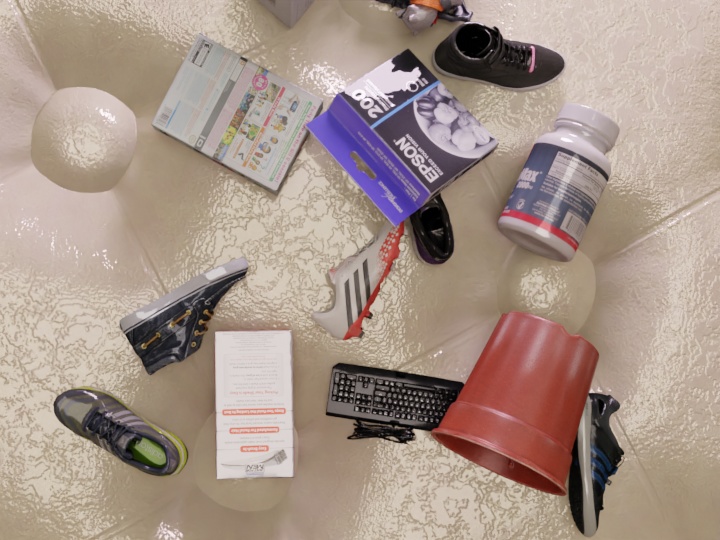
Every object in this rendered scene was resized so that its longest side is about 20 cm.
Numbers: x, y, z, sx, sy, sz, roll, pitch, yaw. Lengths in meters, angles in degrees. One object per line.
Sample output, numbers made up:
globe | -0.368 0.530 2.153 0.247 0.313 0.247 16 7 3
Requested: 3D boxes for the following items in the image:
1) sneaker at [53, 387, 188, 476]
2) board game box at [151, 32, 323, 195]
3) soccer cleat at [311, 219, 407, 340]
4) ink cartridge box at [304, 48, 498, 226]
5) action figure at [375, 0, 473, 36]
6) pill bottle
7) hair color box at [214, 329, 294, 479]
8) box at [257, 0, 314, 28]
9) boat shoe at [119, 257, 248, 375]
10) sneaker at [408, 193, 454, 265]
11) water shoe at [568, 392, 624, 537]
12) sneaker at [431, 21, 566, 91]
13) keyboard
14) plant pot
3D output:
sneaker | -0.327 0.219 1.525 0.198 0.081 0.075 26 84 -3
board game box | -0.171 -0.218 1.576 0.198 0.064 0.149 28 85 -1
soccer cleat | 0.000 0.000 1.576 0.084 0.069 0.202 25 89 -7
ink cartridge box | 0.058 -0.190 1.554 0.199 0.043 0.198 -37 78 -26
action figure | 0.074 -0.433 1.593 0.197 0.105 0.196 6 76 -7
pill bottle | 0.285 -0.126 1.582 0.118 0.120 0.202 26 84 -3
hair color box | -0.148 0.185 1.553 0.109 0.064 0.203 0 85 -6
box | -0.074 -0.464 1.554 0.106 0.152 0.201 38 83 -1
boat shoe | -0.229 0.063 1.553 0.199 0.071 0.092 -29 90 1
sneaker | 0.089 -0.108 1.579 0.075 0.088 0.202 -22 89 -6
water shoe | 0.339 0.276 1.586 0.078 0.071 0.203 -1 87 -7
sneaker | 0.206 -0.305 1.596 0.197 0.099 0.072 5 84 -6
keyboard | 0.052 0.195 1.582 0.197 0.040 0.106 8 85 -4
plant pot | 0.224 0.175 1.532 0.199 0.201 0.197 26 76 -3
